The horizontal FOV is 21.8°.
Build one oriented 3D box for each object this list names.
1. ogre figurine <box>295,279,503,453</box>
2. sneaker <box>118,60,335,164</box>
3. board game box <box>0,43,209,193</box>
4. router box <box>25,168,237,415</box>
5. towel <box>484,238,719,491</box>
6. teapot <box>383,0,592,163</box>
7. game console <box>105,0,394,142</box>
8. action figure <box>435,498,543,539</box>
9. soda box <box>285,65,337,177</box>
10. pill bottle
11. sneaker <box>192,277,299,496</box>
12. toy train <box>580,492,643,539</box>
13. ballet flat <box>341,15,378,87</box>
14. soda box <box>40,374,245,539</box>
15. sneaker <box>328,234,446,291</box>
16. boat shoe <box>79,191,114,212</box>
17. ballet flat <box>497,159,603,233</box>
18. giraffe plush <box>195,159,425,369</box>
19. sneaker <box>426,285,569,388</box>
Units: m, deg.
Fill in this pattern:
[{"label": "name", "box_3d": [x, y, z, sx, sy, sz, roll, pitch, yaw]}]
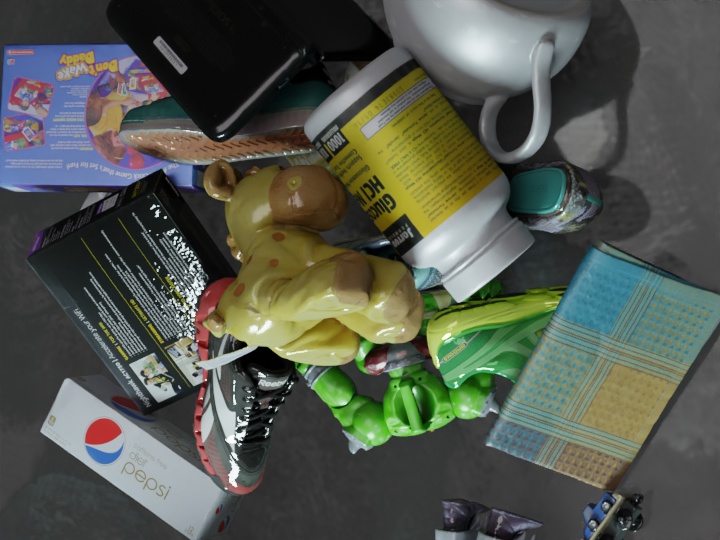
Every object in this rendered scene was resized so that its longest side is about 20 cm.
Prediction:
[{"label": "ogre figurine", "box_3d": [0.040, 0.088, 1.662, 0.198, 0.098, 0.121, -13, 81, -9]}, {"label": "sneaker", "box_3d": [-0.118, -0.147, 1.677, 0.198, 0.072, 0.081, -2, 67, 6]}, {"label": "board game box", "box_3d": [-0.239, -0.142, 1.752, 0.198, 0.045, 0.136, 2, 85, 15]}, {"label": "router box", "box_3d": [-0.193, 0.023, 1.736, 0.148, 0.051, 0.201, -24, 115, 20]}, {"label": "towel", "box_3d": [0.207, 0.083, 1.582, 0.201, 0.146, 0.022, -61, 26, 14]}, {"label": "teapot", "box_3d": [0.098, -0.211, 1.618, 0.196, 0.200, 0.147, 28, 126, 2]}, {"label": "game console", "box_3d": [-0.097, -0.211, 1.662, 0.176, 0.116, 0.200, -44, 58, 3]}, {"label": "action figure", "box_3d": [0.093, 0.306, 1.640, 0.129, 0.069, 0.202, 10, 82, 43]}, {"label": "soda box", "box_3d": [-0.073, -0.178, 1.738, 0.064, 0.068, 0.201, -39, 74, 17]}, {"label": "pill bottle", "box_3d": [0.053, -0.077, 1.567, 0.112, 0.112, 0.201, -39, 89, 17]}, {"label": "sneaker", "box_3d": [-0.101, 0.111, 1.670, 0.097, 0.070, 0.203, 16, 111, 49]}, {"label": "toy train", "box_3d": [0.181, 0.268, 1.636, 0.046, 0.034, 0.201, 43, 106, 31]}, {"label": "ballet flat", "box_3d": [0.024, -0.143, 1.678, 0.072, 0.068, 0.201, -32, 65, 1]}, {"label": "soda box", "box_3d": [-0.205, 0.176, 1.784, 0.199, 0.068, 0.064, 31, 101, 21]}, {"label": "sneaker", "box_3d": [0.000, 0.000, 1.684, 0.199, 0.086, 0.078, -22, 82, 32]}, {"label": "boat shoe", "box_3d": [-0.198, -0.091, 1.791, 0.057, 0.069, 0.200, 44, 103, 17]}, {"label": "ballet flat", "box_3d": [0.142, -0.063, 1.635, 0.200, 0.071, 0.073, 9, 92, 57]}, {"label": "giraffe plush", "box_3d": [-0.055, -0.017, 1.583, 0.198, 0.173, 0.164, -12, 68, 10]}, {"label": "sneaker", "box_3d": [0.156, 0.060, 1.611, 0.198, 0.074, 0.085, -7, 101, -4]}]
